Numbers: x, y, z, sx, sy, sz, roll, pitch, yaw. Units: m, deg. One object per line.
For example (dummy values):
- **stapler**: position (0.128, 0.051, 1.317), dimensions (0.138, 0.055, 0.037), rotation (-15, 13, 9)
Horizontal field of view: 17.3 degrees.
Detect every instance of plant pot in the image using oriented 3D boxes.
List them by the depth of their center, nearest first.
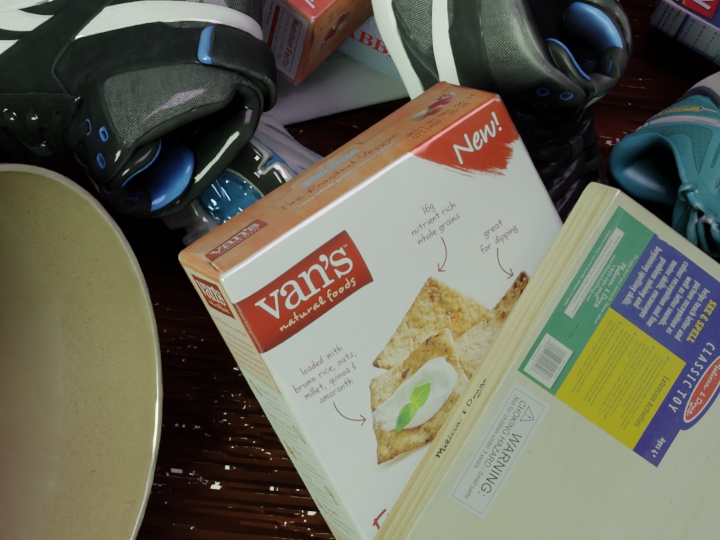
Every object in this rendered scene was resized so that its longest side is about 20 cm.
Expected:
- **plant pot**: position (-0.189, 0.056, 0.920), dimensions (0.134, 0.201, 0.201), rotation (5, 52, 32)

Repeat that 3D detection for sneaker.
- **sneaker**: position (-0.130, -0.061, 0.989), dimensions (0.199, 0.073, 0.113), rotation (-24, 54, 14)
- **sneaker**: position (0.083, -0.057, 1.027), dimensions (0.073, 0.112, 0.201), rotation (-39, 112, -27)
- **sneaker**: position (0.000, 0.000, 1.052), dimensions (0.200, 0.075, 0.087), rotation (49, 28, 1)
- **sneaker**: position (0.183, -0.025, 1.072), dimensions (0.079, 0.078, 0.200), rotation (-24, 29, -14)

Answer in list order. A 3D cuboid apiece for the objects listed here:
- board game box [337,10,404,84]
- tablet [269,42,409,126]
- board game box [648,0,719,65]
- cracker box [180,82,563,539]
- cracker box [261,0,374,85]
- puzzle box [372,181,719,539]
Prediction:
- **board game box**: position (0.027, -0.191, 1.161), dimensions (0.198, 0.041, 0.201), rotation (27, 59, 3)
- **tablet**: position (-0.042, -0.129, 1.142), dimensions (0.199, 0.014, 0.131), rotation (-14, 66, -21)
- **board game box**: position (0.223, -0.165, 1.201), dimensions (0.199, 0.062, 0.201), rotation (29, 59, 4)
- **cracker box**: position (0.034, 0.045, 0.957), dimensions (0.133, 0.058, 0.201), rotation (-34, 110, -13)
- **cracker box**: position (-0.057, -0.197, 1.089), dimensions (0.200, 0.058, 0.134), rotation (39, 62, 10)
- **puzzle box**: position (0.092, 0.083, 0.935), dimensions (0.133, 0.025, 0.201), rotation (34, 86, -25)
